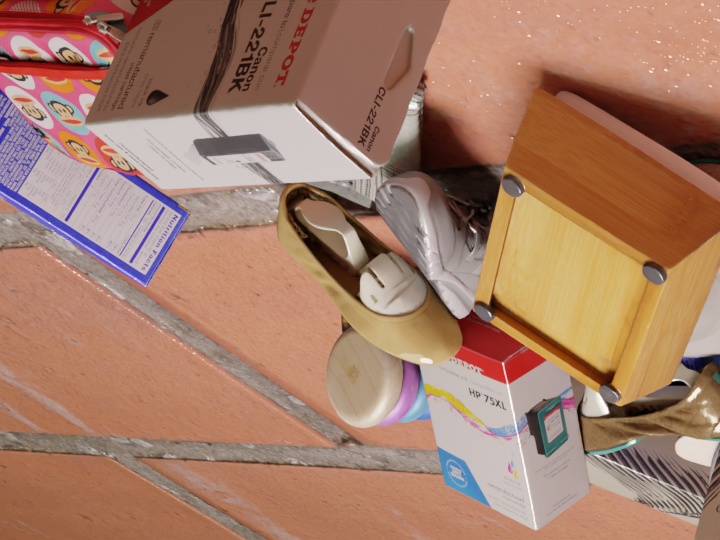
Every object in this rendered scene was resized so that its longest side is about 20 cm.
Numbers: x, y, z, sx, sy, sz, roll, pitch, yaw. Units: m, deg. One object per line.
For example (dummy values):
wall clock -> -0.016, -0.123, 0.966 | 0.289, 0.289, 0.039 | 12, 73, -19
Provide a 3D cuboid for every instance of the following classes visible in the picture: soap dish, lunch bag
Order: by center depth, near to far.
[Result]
soap dish -> 0.156, -0.009, 1.303 | 0.157, 0.081, 0.201 | 34, 148, 17
lunch bag -> -0.187, -0.150, 1.368 | 0.199, 0.082, 0.176 | 9, 145, 47

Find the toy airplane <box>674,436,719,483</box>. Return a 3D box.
toy airplane -> 0.375, 0.172, 1.534 | 0.198, 0.142, 0.200 | 31, 157, -22

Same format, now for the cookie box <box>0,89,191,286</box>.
cookie box -> -0.255, -0.082, 1.556 | 0.200, 0.075, 0.171 | 35, 176, -28

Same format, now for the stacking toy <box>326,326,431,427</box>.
stacking toy -> 0.070, 0.091, 1.644 | 0.199, 0.086, 0.085 | 5, 174, -41

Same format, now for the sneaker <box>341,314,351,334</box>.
sneaker -> 0.032, 0.042, 1.678 | 0.087, 0.076, 0.200 | -1, 156, 9

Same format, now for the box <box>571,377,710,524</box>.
box -> 0.248, 0.159, 1.703 | 0.199, 0.069, 0.082 | 21, 159, 2

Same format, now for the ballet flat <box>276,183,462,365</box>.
ballet flat -> 0.000, 0.000, 1.515 | 0.200, 0.069, 0.063 | 39, 154, 31

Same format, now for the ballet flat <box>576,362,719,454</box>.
ballet flat -> 0.218, 0.098, 1.507 | 0.072, 0.068, 0.200 | 52, 151, -17

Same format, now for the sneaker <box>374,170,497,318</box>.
sneaker -> 0.069, -0.035, 1.427 | 0.075, 0.082, 0.200 | 53, -179, 21

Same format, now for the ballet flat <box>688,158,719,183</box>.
ballet flat -> 0.290, -0.020, 1.258 | 0.199, 0.068, 0.068 | 14, 155, 19

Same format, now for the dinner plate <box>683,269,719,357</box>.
dinner plate -> 0.200, 0.002, 1.394 | 0.199, 0.024, 0.201 | 20, 146, 14

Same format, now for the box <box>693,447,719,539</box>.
box -> 0.309, 0.124, 1.397 | 0.082, 0.201, 0.068 | 3, 151, 34

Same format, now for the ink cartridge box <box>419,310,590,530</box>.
ink cartridge box -> 0.108, 0.092, 1.545 | 0.116, 0.067, 0.201 | 21, 133, 49

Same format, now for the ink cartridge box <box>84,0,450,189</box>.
ink cartridge box -> -0.058, -0.134, 1.213 | 0.199, 0.145, 0.084 | 0, 150, 44

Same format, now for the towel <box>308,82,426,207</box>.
towel -> -0.044, -0.108, 1.415 | 0.191, 0.035, 0.200 | 18, 159, 9

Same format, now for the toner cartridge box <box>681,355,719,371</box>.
toner cartridge box -> 0.241, 0.069, 1.552 | 0.094, 0.043, 0.200 | 12, 157, 22
